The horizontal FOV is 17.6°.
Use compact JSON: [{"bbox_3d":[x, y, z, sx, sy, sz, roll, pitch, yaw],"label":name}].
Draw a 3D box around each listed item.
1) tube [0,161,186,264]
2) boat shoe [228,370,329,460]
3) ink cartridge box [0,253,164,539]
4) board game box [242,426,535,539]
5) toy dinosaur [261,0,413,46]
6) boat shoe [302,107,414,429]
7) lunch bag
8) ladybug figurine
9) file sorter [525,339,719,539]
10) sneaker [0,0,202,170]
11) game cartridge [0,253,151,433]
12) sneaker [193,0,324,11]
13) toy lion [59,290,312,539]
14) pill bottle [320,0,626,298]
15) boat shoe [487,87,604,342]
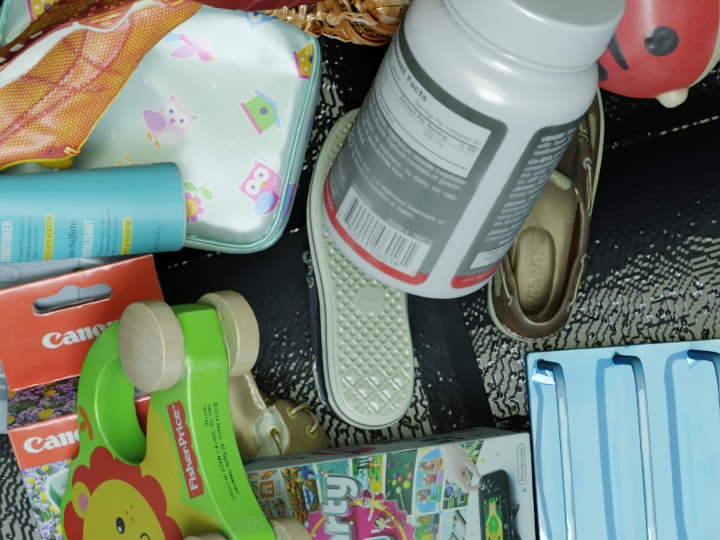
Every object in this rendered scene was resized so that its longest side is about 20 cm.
[{"bbox_3d":[-0.199,-0.029,1.299,0.199,0.078,0.050,-5,47,-14],"label":"tube"},{"bbox_3d":[-0.050,0.110,1.387,0.066,0.074,0.201,-19,99,-4],"label":"boat shoe"},{"bbox_3d":[-0.145,0.098,1.353,0.109,0.050,0.200,-14,117,-1],"label":"ink cartridge box"},{"bbox_3d":[0.004,0.175,1.339,0.200,0.064,0.148,-6,94,-29],"label":"board game box"},{"bbox_3d":[0.011,-0.180,1.355,0.102,0.200,0.136,-22,81,34],"label":"toy dinosaur"},{"bbox_3d":[0.000,0.000,1.391,0.074,0.062,0.201,4,74,-14],"label":"boat shoe"},{"bbox_3d":[-0.129,-0.092,1.383,0.199,0.077,0.161,12,94,2],"label":"lunch bag"},{"bbox_3d":[0.138,-0.183,1.327,0.136,0.072,0.200,-24,98,34],"label":"ladybug figurine"},{"bbox_3d":[0.205,0.111,1.355,0.199,0.123,0.139,-4,88,0],"label":"file sorter"},{"bbox_3d":[-0.167,-0.106,1.320,0.200,0.073,0.077,-33,112,9],"label":"sneaker"},{"bbox_3d":[-0.222,0.033,1.373,0.199,0.042,0.134,4,113,-1],"label":"game cartridge"},{"bbox_3d":[-0.018,-0.211,1.282,0.200,0.078,0.116,-10,87,-30],"label":"sneaker"},{"bbox_3d":[-0.112,0.128,1.267,0.069,0.192,0.201,-8,80,-37],"label":"toy lion"},{"bbox_3d":[0.062,-0.091,1.285,0.114,0.114,0.200,28,129,0],"label":"pill bottle"},{"bbox_3d":[0.112,-0.059,1.386,0.074,0.075,0.203,-1,89,-1],"label":"boat shoe"}]
